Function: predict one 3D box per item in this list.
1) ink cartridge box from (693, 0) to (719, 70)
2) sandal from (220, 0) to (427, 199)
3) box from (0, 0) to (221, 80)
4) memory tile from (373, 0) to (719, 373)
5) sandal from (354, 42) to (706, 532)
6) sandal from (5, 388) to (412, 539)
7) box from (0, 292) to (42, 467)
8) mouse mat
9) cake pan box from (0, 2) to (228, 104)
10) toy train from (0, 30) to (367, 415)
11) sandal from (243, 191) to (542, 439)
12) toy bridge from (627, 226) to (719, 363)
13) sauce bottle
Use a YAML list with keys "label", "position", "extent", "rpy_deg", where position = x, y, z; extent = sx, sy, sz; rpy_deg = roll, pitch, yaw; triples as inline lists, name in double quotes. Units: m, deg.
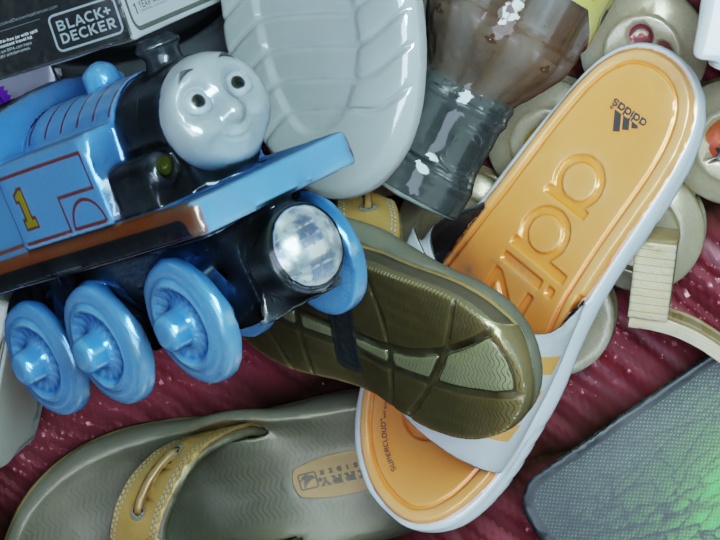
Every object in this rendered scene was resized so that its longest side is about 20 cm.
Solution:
- label: "ink cartridge box"
  position: [0.207, -0.165, 1.062]
  extent: [0.145, 0.084, 0.200]
  rpy_deg: [10, 107, 8]
- label: "sandal"
  position: [-0.014, -0.127, 1.068]
  extent: [0.082, 0.050, 0.203]
  rpy_deg: [-18, 85, 36]
- label: "box"
  position: [-0.117, -0.176, 1.051]
  extent: [0.060, 0.117, 0.200]
  rpy_deg: [-15, 99, 19]
- label: "memory tile"
  position: [0.057, -0.069, 1.155]
  extent: [0.200, 0.017, 0.153]
  rpy_deg: [45, 109, -4]
- label: "sandal"
  position: [0.050, 0.000, 1.120]
  extent: [0.079, 0.059, 0.207]
  rpy_deg: [36, 102, 29]
- label: "sandal"
  position: [-0.057, 0.098, 1.197]
  extent: [0.200, 0.054, 0.080]
  rpy_deg: [-16, 102, 15]
- label: "box"
  position: [-0.227, 0.019, 1.195]
  extent: [0.200, 0.095, 0.078]
  rpy_deg: [13, 101, 6]
- label: "mouse mat"
  position: [0.184, 0.096, 1.170]
  extent: [0.200, 0.008, 0.161]
  rpy_deg: [-36, 96, 11]
- label: "cake pan box"
  position: [-0.098, -0.153, 1.137]
  extent: [0.184, 0.052, 0.200]
  rpy_deg: [-16, 98, 19]
- label: "toy train"
  position: [-0.080, -0.018, 1.053]
  extent: [0.200, 0.087, 0.114]
  rpy_deg: [-15, 102, 56]
- label: "sandal"
  position: [0.000, 0.000, 1.090]
  extent: [0.200, 0.054, 0.080]
  rpy_deg: [26, 134, 40]
- label: "toy bridge"
  position: [0.201, 0.028, 1.138]
  extent: [0.200, 0.027, 0.067]
  rpy_deg: [7, 105, 4]
- label: "sauce bottle"
  position: [0.065, -0.114, 1.095]
  extent: [0.065, 0.065, 0.200]
  rpy_deg: [31, 96, 1]
